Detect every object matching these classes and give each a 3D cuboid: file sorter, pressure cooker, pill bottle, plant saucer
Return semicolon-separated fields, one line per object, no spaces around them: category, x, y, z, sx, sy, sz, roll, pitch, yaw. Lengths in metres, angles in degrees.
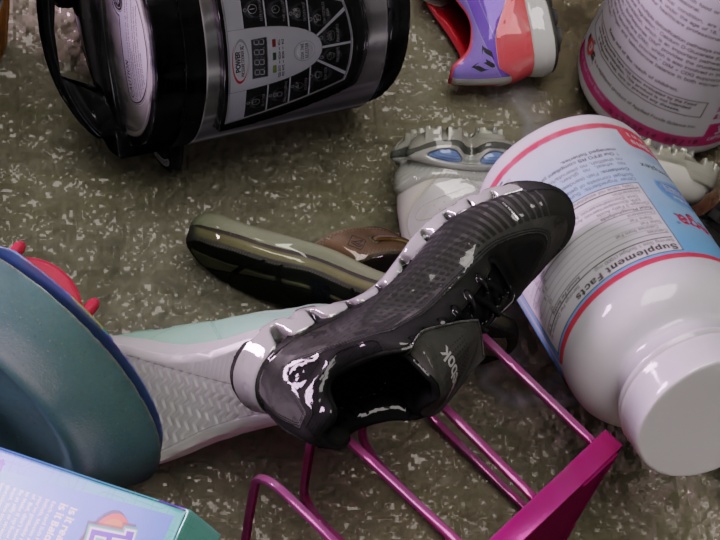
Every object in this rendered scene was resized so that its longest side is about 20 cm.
file sorter;0.015;0.139;1.188;0.125;0.139;0.200;43;65;14
pressure cooker;-0.090;-0.160;1.297;0.199;0.179;0.176;-13;77;-20
pill bottle;0.211;-0.172;1.329;0.113;0.200;0.114;8;53;-11
plant saucer;-0.194;0.055;1.159;0.200;0.200;0.036;34;61;8
pill bottle;0.146;0.013;1.210;0.108;0.109;0.200;-13;43;-15

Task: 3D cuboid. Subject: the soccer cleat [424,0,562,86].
soccer cleat;0.062;-0.206;1.409;0.073;0.068;0.200;-15;69;-11

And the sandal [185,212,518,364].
sandal;-0.001;-0.001;1.286;0.200;0.080;0.057;22;65;3

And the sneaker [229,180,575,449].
sneaker;0.037;0.029;1.130;0.200;0.067;0.090;-32;39;-12

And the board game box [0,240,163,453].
board game box;-0.177;0.023;1.172;0.200;0.158;0.039;11;52;38

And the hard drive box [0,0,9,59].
hard drive box;-0.261;-0.098;1.251;0.077;0.156;0.200;17;63;-2

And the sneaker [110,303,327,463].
sneaker;-0.084;0.064;1.256;0.200;0.118;0.074;-8;92;19

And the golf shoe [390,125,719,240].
golf shoe;0.116;-0.035;1.341;0.199;0.078;0.098;1;88;-9

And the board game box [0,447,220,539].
board game box;-0.188;0.166;1.111;0.200;0.045;0.152;16;73;26

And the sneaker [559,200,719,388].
sneaker;0.191;0.003;1.307;0.082;0.073;0.200;31;72;5
